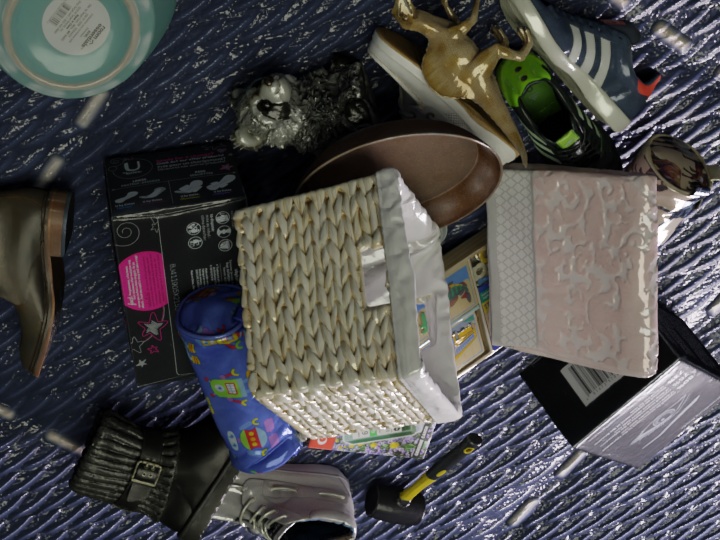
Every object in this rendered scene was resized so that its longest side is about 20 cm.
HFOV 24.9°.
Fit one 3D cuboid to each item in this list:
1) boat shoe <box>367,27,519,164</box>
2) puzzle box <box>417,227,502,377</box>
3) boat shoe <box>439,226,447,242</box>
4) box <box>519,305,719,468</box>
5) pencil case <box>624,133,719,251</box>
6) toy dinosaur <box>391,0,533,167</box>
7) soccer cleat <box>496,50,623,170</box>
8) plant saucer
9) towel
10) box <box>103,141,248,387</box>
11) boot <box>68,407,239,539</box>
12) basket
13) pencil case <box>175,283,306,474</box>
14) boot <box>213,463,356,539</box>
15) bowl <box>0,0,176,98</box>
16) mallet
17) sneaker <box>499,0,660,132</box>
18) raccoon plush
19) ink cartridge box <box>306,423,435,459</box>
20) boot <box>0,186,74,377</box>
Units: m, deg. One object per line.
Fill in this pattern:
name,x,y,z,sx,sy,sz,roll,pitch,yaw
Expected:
boat shoe,0.069,-0.152,1.568,0.069,0.071,0.200,-41,121,18
puzzle box,0.077,0.061,1.682,0.200,0.025,0.133,-34,129,-22
boat shoe,-0.001,-0.001,1.650,0.202,0.065,0.074,-24,125,1
box,0.285,0.116,1.721,0.148,0.104,0.200,-42,152,13
pencil case,0.279,-0.043,1.654,0.089,0.078,0.200,22,132,-11
toy dinosaur,0.107,-0.191,1.515,0.101,0.058,0.200,-42,94,-17
soccer cleat,0.199,-0.133,1.602,0.067,0.081,0.200,-37,125,12
plant saucer,0.033,-0.087,1.531,0.200,0.035,0.200,-9,155,-4
towel,0.206,-0.004,1.609,0.032,0.191,0.200,-21,113,-49
box,-0.170,-0.007,1.579,0.132,0.115,0.200,-9,126,-9
boot,-0.197,0.172,1.703,0.158,0.079,0.211,29,98,-6
basket,-0.007,0.039,1.503,0.161,0.199,0.200,-11,161,13
pencil case,-0.109,0.106,1.551,0.087,0.078,0.200,-1,130,22
boot,-0.102,0.258,1.774,0.200,0.096,0.074,0,122,-13
bowl,-0.255,-0.230,1.424,0.200,0.105,0.201,-5,123,-8
mallet,0.083,0.229,1.790,0.066,0.041,0.200,20,141,-29
sneaker,0.214,-0.224,1.561,0.085,0.075,0.200,-45,124,5
raccoon plush,-0.043,-0.114,1.559,0.134,0.097,0.200,-16,125,7
ink cartridge box,-0.015,0.138,1.745,0.200,0.050,0.109,8,120,-18
boot,-0.336,0.006,1.585,0.097,0.075,0.200,10,112,-5
